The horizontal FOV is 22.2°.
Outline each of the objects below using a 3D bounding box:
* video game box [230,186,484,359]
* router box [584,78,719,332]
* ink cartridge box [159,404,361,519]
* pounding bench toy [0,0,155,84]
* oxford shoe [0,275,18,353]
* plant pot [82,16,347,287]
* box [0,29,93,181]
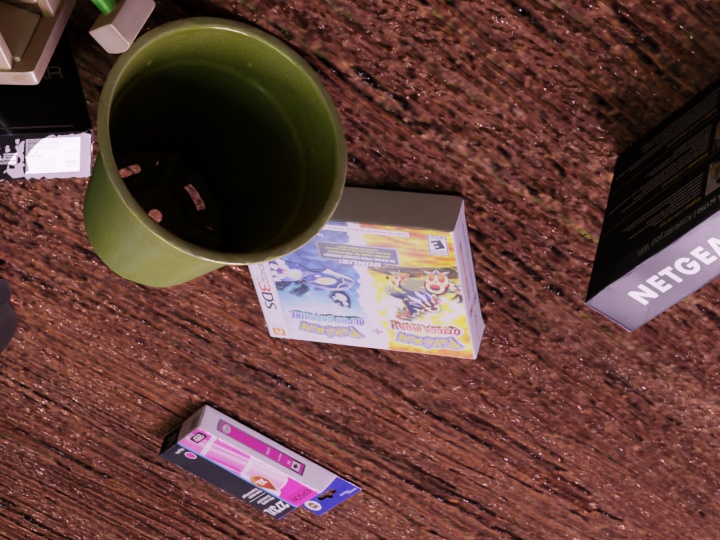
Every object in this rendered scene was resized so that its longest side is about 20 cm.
[{"bbox_3d":[0.000,0.000,1.609,0.199,0.047,0.182,6,145,16],"label":"video game box"},{"bbox_3d":[0.250,-0.062,1.333,0.051,0.149,0.200,30,143,-16],"label":"router box"},{"bbox_3d":[-0.106,0.214,1.950,0.200,0.037,0.095,28,143,-19],"label":"ink cartridge box"},{"bbox_3d":[-0.262,-0.234,1.333,0.199,0.124,0.156,4,142,18],"label":"pounding bench toy"},{"bbox_3d":[-0.387,0.041,1.822,0.071,0.071,0.200,42,149,15],"label":"oxford shoe"},{"bbox_3d":[-0.138,-0.070,1.463,0.200,0.200,0.190,27,152,-14],"label":"plant pot"},{"bbox_3d":[-0.314,-0.127,1.409,0.199,0.160,0.044,-3,127,-15],"label":"box"}]
